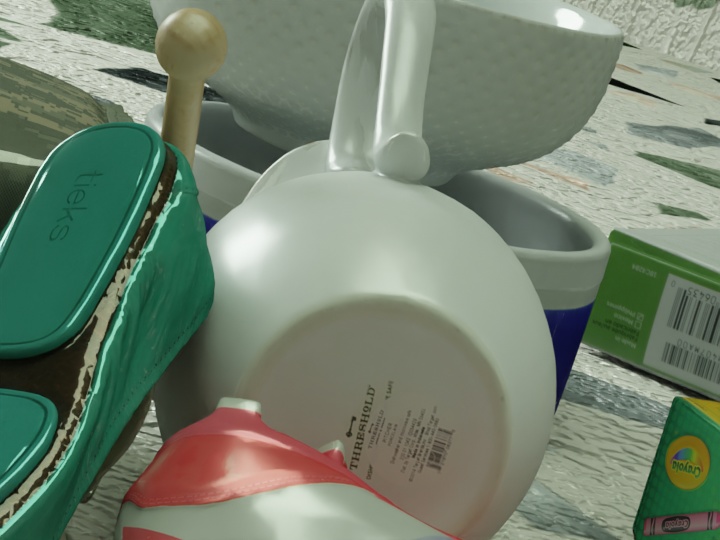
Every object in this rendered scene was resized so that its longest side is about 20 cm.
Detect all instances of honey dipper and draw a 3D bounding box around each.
[{"bbox_3d":[-0.066,-0.025,0.818,0.038,0.038,0.200,17,-30,2],"label":"honey dipper"}]

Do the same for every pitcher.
[{"bbox_3d":[0.000,0.000,0.762,0.120,0.173,0.200,10,12,-7],"label":"pitcher"}]

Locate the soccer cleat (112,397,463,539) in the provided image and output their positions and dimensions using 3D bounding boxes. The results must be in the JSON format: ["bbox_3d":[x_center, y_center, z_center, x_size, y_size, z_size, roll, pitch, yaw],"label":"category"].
[{"bbox_3d":[0.028,0.102,0.638,0.199,0.067,0.077,24,50,-5],"label":"soccer cleat"}]

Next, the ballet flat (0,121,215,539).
[{"bbox_3d":[-0.087,0.046,0.628,0.067,0.071,0.200,1,41,27],"label":"ballet flat"}]

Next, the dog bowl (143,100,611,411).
[{"bbox_3d":[-0.002,-0.004,1.007,0.199,0.079,0.200,16,12,-3],"label":"dog bowl"}]

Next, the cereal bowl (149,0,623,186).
[{"bbox_3d":[0.003,-0.089,1.008,0.199,0.084,0.200,16,12,-4],"label":"cereal bowl"}]

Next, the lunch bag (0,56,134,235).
[{"bbox_3d":[-0.160,-0.024,0.793,0.163,0.118,0.200,13,17,-9],"label":"lunch bag"}]

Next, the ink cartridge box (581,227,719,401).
[{"bbox_3d":[0.203,0.022,1.213,0.103,0.060,0.200,24,13,30],"label":"ink cartridge box"}]

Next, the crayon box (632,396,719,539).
[{"bbox_3d":[0.185,0.107,0.797,0.118,0.059,0.200,12,13,-20],"label":"crayon box"}]
